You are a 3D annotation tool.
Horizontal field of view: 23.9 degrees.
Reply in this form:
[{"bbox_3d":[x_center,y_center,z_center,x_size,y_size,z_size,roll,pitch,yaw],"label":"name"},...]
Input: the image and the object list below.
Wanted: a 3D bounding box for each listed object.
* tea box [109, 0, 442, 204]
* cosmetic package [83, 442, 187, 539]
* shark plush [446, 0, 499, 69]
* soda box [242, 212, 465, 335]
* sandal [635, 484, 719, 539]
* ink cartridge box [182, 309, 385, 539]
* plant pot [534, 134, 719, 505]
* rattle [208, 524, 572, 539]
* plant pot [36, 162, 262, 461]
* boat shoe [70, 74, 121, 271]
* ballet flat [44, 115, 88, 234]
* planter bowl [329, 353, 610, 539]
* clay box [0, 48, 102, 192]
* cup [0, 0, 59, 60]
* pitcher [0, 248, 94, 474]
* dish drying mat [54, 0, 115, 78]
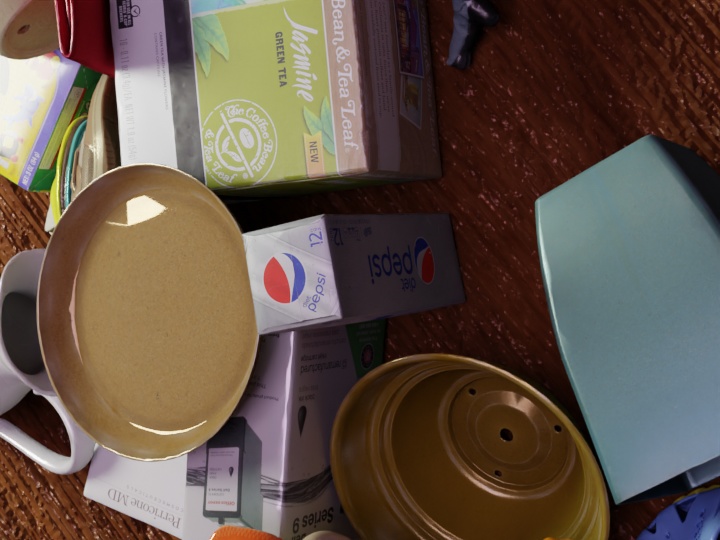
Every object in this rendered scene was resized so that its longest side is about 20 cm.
[{"bbox_3d":[-0.061,-0.154,1.202,0.196,0.134,0.200,-7,88,25],"label":"tea box"},{"bbox_3d":[-0.129,0.089,1.278,0.101,0.071,0.200,18,100,25],"label":"cosmetic package"},{"bbox_3d":[0.085,-0.242,1.172,0.091,0.083,0.200,-16,115,-13],"label":"shark plush"},{"bbox_3d":[0.000,0.000,1.139,0.063,0.200,0.068,-12,88,26],"label":"soda box"},{"bbox_3d":[0.238,0.169,1.085,0.200,0.087,0.080,-44,74,29],"label":"sandal"},{"bbox_3d":[-0.053,0.127,1.200,0.084,0.146,0.200,6,95,26],"label":"ink cartridge box"},{"bbox_3d":[0.203,0.024,1.076,0.141,0.141,0.200,-30,74,24],"label":"plant pot"},{"bbox_3d":[0.021,0.191,1.072,0.200,0.130,0.143,37,138,-10],"label":"rattle"},{"bbox_3d":[-0.139,0.028,1.149,0.200,0.027,0.200,0,90,34],"label":"plant pot"},{"bbox_3d":[-0.189,-0.070,1.268,0.064,0.071,0.200,-29,44,31],"label":"boat shoe"},{"bbox_3d":[-0.214,-0.018,1.326,0.067,0.067,0.200,-12,87,44],"label":"ballet flat"},{"bbox_3d":[0.086,0.128,1.150,0.200,0.083,0.201,13,119,24],"label":"planter bowl"},{"bbox_3d":[-0.306,-0.158,1.373,0.200,0.048,0.115,30,104,22],"label":"clay box"},{"bbox_3d":[-0.262,-0.244,1.268,0.200,0.200,0.143,-42,77,21],"label":"cup"},{"bbox_3d":[-0.289,0.082,1.320,0.200,0.121,0.172,-14,92,42],"label":"pitcher"},{"bbox_3d":[-0.178,-0.176,1.227,0.018,0.200,0.077,-7,87,10],"label":"dish drying mat"}]
